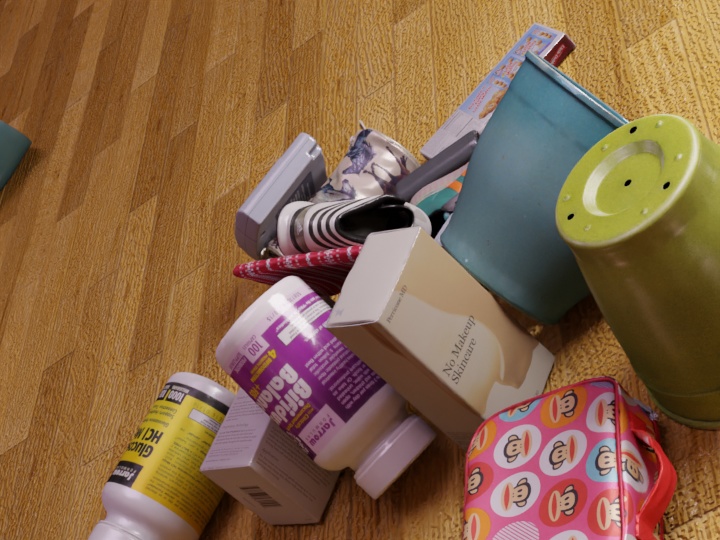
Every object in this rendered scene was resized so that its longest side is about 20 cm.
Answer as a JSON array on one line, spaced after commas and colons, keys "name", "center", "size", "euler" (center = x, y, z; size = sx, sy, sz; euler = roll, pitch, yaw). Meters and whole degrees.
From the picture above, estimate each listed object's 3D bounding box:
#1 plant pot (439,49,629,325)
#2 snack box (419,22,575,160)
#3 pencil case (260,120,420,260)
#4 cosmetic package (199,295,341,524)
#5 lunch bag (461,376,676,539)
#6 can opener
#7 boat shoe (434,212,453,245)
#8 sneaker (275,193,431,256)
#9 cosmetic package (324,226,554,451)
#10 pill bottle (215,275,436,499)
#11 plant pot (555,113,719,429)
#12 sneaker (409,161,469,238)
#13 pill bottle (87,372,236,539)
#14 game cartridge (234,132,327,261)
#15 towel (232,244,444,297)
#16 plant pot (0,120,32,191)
[{"name": "plant pot", "center": [0.175, -0.063, 1.361], "size": [0.188, 0.199, 0.200], "euler": [-54, 28, 12]}, {"name": "snack box", "center": [0.152, -0.192, 1.695], "size": [0.200, 0.024, 0.072], "euler": [-48, 29, -1]}, {"name": "pencil case", "center": [-0.025, -0.069, 1.717], "size": [0.089, 0.078, 0.200], "euler": [37, 84, 25]}, {"name": "cosmetic package", "center": [-0.060, 0.137, 1.495], "size": [0.085, 0.108, 0.201], "euler": [-13, 42, 46]}, {"name": "lunch bag", "center": [0.166, 0.180, 1.178], "size": [0.176, 0.082, 0.201], "euler": [-26, 35, 31]}, {"name": "can opener", "center": [0.124, -0.117, 1.615], "size": [0.199, 0.053, 0.067], "euler": [-31, 34, 27]}, {"name": "boat shoe", "center": [0.077, 0.025, 1.497], "size": [0.200, 0.067, 0.074], "euler": [-47, 50, 1]}, {"name": "sneaker", "center": [0.026, -0.035, 1.452], "size": [0.115, 0.200, 0.076], "euler": [0, 92, 42]}, {"name": "cosmetic package", "center": [0.072, 0.063, 1.318], "size": [0.071, 0.200, 0.106], "euler": [-8, 49, 48]}, {"name": "pill bottle", "center": [-0.029, 0.110, 1.385], "size": [0.112, 0.200, 0.112], "euler": [-45, -8, -8]}, {"name": "plant pot", "center": [0.255, -0.013, 1.181], "size": [0.200, 0.193, 0.201], "euler": [-32, 33, 24]}, {"name": "sneaker", "center": [0.128, -0.077, 1.552], "size": [0.200, 0.071, 0.080], "euler": [-38, 31, 32]}, {"name": "pill bottle", "center": [-0.196, 0.216, 1.569], "size": [0.112, 0.112, 0.201], "euler": [-2, 52, 51]}, {"name": "game cartridge", "center": [-0.090, -0.074, 1.743], "size": [0.133, 0.041, 0.200], "euler": [-48, -10, -9]}, {"name": "towel", "center": [0.000, 0.000, 1.426], "size": [0.199, 0.144, 0.023], "euler": [-8, 78, 29]}, {"name": "plant pot", "center": [-0.696, -0.195, 2.634], "size": [0.200, 0.200, 0.162], "euler": [13, 77, 56]}]
